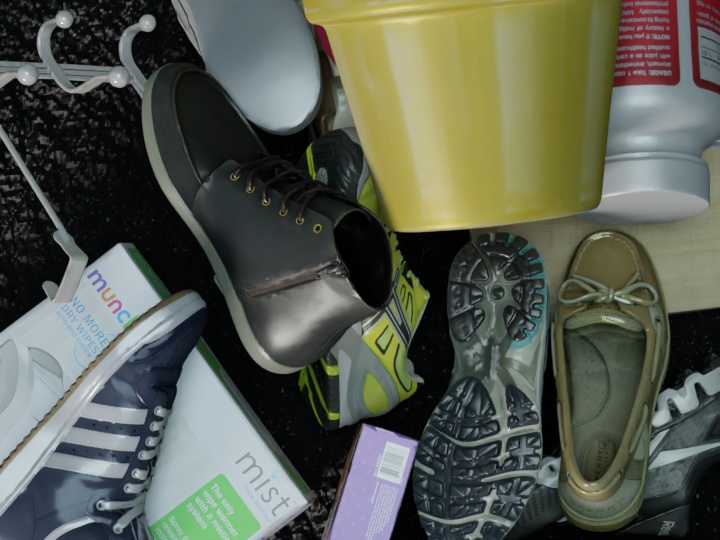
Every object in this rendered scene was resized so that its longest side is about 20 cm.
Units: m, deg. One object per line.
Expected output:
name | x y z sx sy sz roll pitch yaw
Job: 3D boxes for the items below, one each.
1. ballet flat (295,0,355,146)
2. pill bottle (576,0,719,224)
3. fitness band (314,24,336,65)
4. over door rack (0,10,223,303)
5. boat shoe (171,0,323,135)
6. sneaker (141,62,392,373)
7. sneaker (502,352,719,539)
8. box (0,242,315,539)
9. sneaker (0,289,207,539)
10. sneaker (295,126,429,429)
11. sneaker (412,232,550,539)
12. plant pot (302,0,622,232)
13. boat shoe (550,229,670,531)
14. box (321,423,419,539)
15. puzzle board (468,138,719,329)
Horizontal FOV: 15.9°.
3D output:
ballet flat | -0.010 -0.124 1.639 0.072 0.073 0.202 -8 86 -1
pill bottle | 0.170 -0.135 1.605 0.111 0.112 0.202 -1 77 0
fitness band | 0.041 -0.199 1.626 0.143 0.037 0.201 18 69 -19
over door rack | -0.150 -0.080 1.573 0.067 0.147 0.201 -47 58 38
boat shoe | -0.083 -0.164 1.625 0.072 0.066 0.200 -38 71 1
sneaker | -0.050 -0.048 1.531 0.075 0.106 0.201 -23 84 -46
sneaker | 0.164 0.137 1.623 0.199 0.066 0.091 -29 84 -4
box | -0.154 0.115 1.611 0.176 0.097 0.201 -36 86 0
sneaker | -0.135 0.113 1.526 0.108 0.070 0.200 43 96 9
sneaker | 0.000 0.000 1.608 0.076 0.075 0.201 -12 123 -22
sneaker | 0.087 0.082 1.596 0.077 0.086 0.202 9 81 16
plant pot | 0.069 -0.124 1.502 0.199 0.201 0.190 -7 95 0
boat shoe | 0.150 0.057 1.583 0.073 0.063 0.202 4 61 11
box | -0.012 0.194 1.584 0.039 0.137 0.201 17 86 0
puzzle board | 0.167 -0.044 1.660 0.198 0.017 0.152 -7 85 -1
